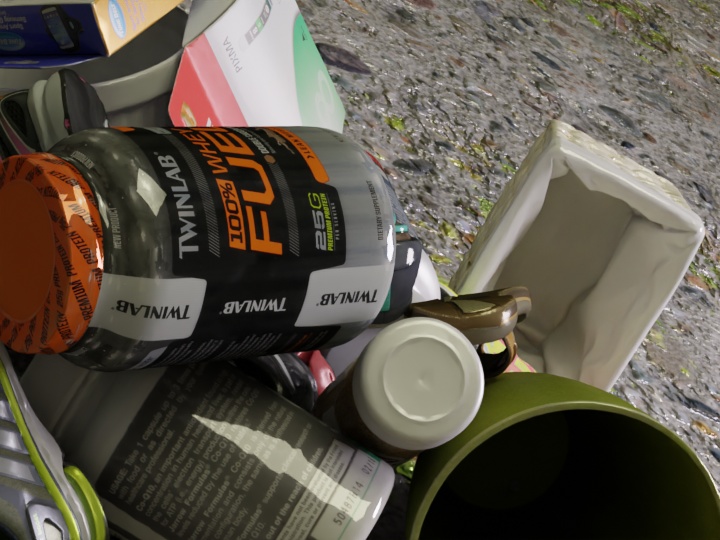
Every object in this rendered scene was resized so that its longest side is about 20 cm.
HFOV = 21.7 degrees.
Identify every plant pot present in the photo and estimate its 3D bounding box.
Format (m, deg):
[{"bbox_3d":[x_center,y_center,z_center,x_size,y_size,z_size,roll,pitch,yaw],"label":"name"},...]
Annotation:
[{"bbox_3d":[0.104,0.137,1.149,0.186,0.188,0.200,25,10,-14],"label":"plant pot"}]

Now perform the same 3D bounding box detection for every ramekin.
[{"bbox_3d":[-0.203,-0.106,1.233,0.198,0.106,0.201,1,27,0],"label":"ramekin"}]

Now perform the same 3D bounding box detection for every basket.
[{"bbox_3d":[0.149,0.002,1.416,0.135,0.201,0.123,28,18,-7],"label":"basket"}]

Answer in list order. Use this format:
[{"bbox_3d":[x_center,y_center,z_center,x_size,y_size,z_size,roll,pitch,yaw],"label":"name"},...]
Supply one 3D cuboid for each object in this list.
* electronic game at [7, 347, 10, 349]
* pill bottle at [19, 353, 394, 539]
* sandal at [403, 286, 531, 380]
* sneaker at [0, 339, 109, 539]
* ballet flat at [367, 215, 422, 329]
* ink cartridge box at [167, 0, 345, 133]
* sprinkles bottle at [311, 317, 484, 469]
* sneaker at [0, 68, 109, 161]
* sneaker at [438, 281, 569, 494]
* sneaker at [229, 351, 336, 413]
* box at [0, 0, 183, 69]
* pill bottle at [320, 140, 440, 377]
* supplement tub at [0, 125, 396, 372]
[{"bbox_3d":[-0.262,-0.032,1.088,0.200,0.042,0.200,49,1,-2],"label":"electronic game"},{"bbox_3d":[-0.091,0.104,1.026,0.199,0.113,0.113,32,24,-1],"label":"pill bottle"},{"bbox_3d":[0.066,0.042,1.134,0.080,0.055,0.200,-8,1,5],"label":"sandal"},{"bbox_3d":[-0.204,0.083,0.929,0.201,0.074,0.081,54,31,-7],"label":"sneaker"},{"bbox_3d":[0.000,0.000,1.154,0.073,0.073,0.200,28,2,-9],"label":"ballet flat"},{"bbox_3d":[-0.064,-0.105,1.230,0.201,0.050,0.162,-87,157,-51],"label":"ink cartridge box"},{"bbox_3d":[0.017,0.077,1.076,0.068,0.069,0.200,30,-15,-2],"label":"sprinkles bottle"},{"bbox_3d":[-0.181,-0.013,1.115,0.080,0.086,0.202,-20,98,-75],"label":"sneaker"},{"bbox_3d":[0.096,0.089,1.335,0.090,0.078,0.201,-4,53,-53],"label":"sneaker"},{"bbox_3d":[-0.110,0.043,1.173,0.200,0.071,0.098,34,22,3],"label":"sneaker"},{"bbox_3d":[-0.164,-0.182,1.179,0.118,0.042,0.200,3,30,32],"label":"box"},{"bbox_3d":[-0.011,0.005,1.305,0.119,0.120,0.200,18,27,-28],"label":"pill bottle"},{"bbox_3d":[-0.090,-0.013,0.968,0.199,0.123,0.123,-5,42,-41],"label":"supplement tub"}]
